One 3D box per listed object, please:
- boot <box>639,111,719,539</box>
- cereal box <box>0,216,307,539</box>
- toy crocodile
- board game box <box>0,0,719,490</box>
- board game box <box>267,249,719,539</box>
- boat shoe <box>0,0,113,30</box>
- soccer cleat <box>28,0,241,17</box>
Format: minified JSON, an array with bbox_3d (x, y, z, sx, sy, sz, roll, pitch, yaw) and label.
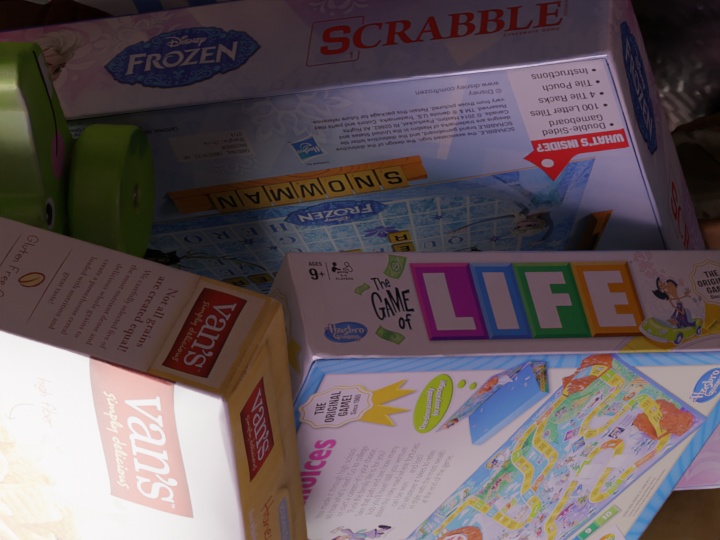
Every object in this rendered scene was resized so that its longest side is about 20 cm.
[{"bbox_3d":[0.128,0.032,0.896,0.174,0.066,0.200,-14,135,27],"label":"boot"},{"bbox_3d":[-0.110,0.039,0.711,0.199,0.040,0.144,16,142,18],"label":"cereal box"},{"bbox_3d":[-0.090,0.012,0.745,0.067,0.062,0.201,3,142,7],"label":"toy crocodile"},{"bbox_3d":[0.000,0.000,0.797,0.199,0.041,0.200,-5,140,17],"label":"board game box"},{"bbox_3d":[0.018,0.066,0.782,0.133,0.034,0.200,-1,145,-21],"label":"board game box"},{"bbox_3d":[-0.063,-0.028,0.864,0.199,0.072,0.065,19,144,-9],"label":"boat shoe"},{"bbox_3d":[-0.054,-0.104,0.769,0.199,0.070,0.086,31,127,-27],"label":"soccer cleat"}]
